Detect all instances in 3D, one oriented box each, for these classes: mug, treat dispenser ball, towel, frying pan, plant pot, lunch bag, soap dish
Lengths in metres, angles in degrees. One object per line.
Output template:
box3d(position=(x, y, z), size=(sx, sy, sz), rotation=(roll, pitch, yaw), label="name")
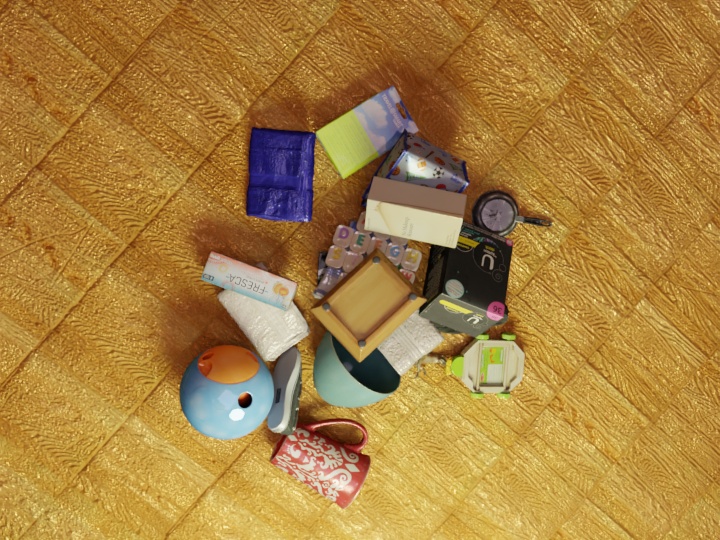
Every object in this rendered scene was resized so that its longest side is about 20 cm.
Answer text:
box3d(position=(-0.087, 0.419, 1.690), size=(0.200, 0.133, 0.178), rotation=(30, 58, -7), label="mug")
box3d(position=(-0.287, 0.260, 1.584), size=(0.201, 0.201, 0.201), rotation=(-1, 98, -9), label="treat dispenser ball")
box3d(position=(0.077, 0.116, 1.643), size=(0.133, 0.034, 0.200), rotation=(-39, 79, -3), label="towel")
box3d(position=(0.348, -0.110, 1.725), size=(0.190, 0.031, 0.115), rotation=(32, 93, -9), label="frying pan")
box3d(position=(-0.028, 0.226, 1.642), size=(0.200, 0.200, 0.135), rotation=(39, 118, -12), label="plant pot")
box3d(position=(0.000, 0.000, 1.639), size=(0.147, 0.024, 0.200), rotation=(25, 80, 9), label="towel")
box3d(position=(0.116, -0.183, 1.625), size=(0.170, 0.124, 0.200), rotation=(25, 125, -13), label="lunch bag")
box3d(position=(0.017, 0.070, 1.560), size=(0.200, 0.081, 0.157), rotation=(-43, 84, -7), label="soap dish")
box3d(position=(-0.215, 0.096, 1.659), size=(0.133, 0.034, 0.200), rotation=(-37, 101, -3), label="towel")
box3d(position=(-0.174, -0.208, 1.607), size=(0.148, 0.050, 0.200), rotation=(4, 97, 1), label="towel")

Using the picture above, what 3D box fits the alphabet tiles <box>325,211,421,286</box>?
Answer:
box3d(position=(0.029, -0.026, 1.623), size=(0.200, 0.015, 0.196), rotation=(19, 79, 3), label="alphabet tiles")

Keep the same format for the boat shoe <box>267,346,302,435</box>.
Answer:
box3d(position=(-0.161, 0.270, 1.648), size=(0.057, 0.069, 0.200), rotation=(38, 51, -40), label="boat shoe")

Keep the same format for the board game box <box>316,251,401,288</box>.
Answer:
box3d(position=(0.001, 0.014, 1.687), size=(0.200, 0.023, 0.105), rotation=(3, 95, -9), label="board game box")

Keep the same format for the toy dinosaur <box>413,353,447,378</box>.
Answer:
box3d(position=(0.117, 0.182, 1.721), size=(0.200, 0.058, 0.101), rotation=(41, 75, -19), label="toy dinosaur")

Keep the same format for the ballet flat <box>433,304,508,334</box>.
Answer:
box3d(position=(0.249, 0.108, 1.734), size=(0.200, 0.057, 0.066), rotation=(-5, 126, -3), label="ballet flat")

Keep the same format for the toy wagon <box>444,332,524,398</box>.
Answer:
box3d(position=(0.291, 0.223, 1.745), size=(0.200, 0.040, 0.155), rotation=(2, 97, -13), label="toy wagon")

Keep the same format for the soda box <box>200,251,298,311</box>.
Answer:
box3d(position=(-0.239, 0.023, 1.600), size=(0.200, 0.064, 0.068), rotation=(21, 90, -3), label="soda box")

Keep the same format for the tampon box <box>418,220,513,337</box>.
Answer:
box3d(position=(0.233, 0.017, 1.626), size=(0.150, 0.126, 0.200), rotation=(20, 59, -12), label="tampon box")

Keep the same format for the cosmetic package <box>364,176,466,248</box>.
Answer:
box3d(position=(0.114, -0.122, 1.550), size=(0.200, 0.104, 0.073), rotation=(11, 54, 5), label="cosmetic package")

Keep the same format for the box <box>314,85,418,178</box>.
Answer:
box3d(position=(0.013, -0.306, 1.634), size=(0.200, 0.048, 0.122), rotation=(-32, 101, -3), label="box")
